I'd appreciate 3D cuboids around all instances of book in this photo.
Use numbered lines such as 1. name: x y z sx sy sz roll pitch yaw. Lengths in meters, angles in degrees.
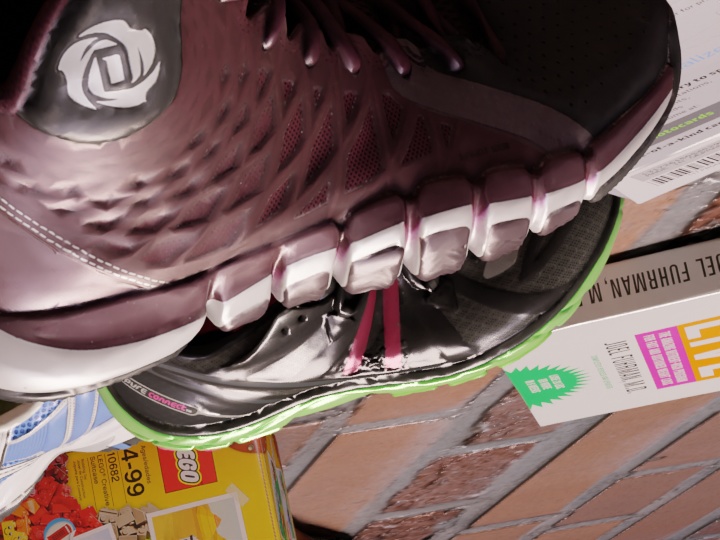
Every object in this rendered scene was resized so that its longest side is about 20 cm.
1. book: 0.164 0.016 1.010 0.200 0.048 0.134 -14 160 10

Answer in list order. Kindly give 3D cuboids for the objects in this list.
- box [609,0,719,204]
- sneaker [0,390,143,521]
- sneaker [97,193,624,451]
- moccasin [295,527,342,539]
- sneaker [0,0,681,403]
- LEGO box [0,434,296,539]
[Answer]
1. box: 0.093 -0.076 0.643 0.156 0.041 0.200 -24 161 32
2. sneaker: -0.154 0.053 0.855 0.200 0.076 0.077 -33 149 27
3. sneaker: 0.000 0.000 0.760 0.200 0.077 0.084 -24 144 -3
4. moccasin: -0.036 0.210 1.433 0.073 0.078 0.201 -14 164 5
5. sneaker: -0.010 -0.055 0.478 0.200 0.076 0.116 -25 134 -24
6. LEGO box: -0.098 0.185 1.087 0.149 0.200 0.077 -14 164 3
